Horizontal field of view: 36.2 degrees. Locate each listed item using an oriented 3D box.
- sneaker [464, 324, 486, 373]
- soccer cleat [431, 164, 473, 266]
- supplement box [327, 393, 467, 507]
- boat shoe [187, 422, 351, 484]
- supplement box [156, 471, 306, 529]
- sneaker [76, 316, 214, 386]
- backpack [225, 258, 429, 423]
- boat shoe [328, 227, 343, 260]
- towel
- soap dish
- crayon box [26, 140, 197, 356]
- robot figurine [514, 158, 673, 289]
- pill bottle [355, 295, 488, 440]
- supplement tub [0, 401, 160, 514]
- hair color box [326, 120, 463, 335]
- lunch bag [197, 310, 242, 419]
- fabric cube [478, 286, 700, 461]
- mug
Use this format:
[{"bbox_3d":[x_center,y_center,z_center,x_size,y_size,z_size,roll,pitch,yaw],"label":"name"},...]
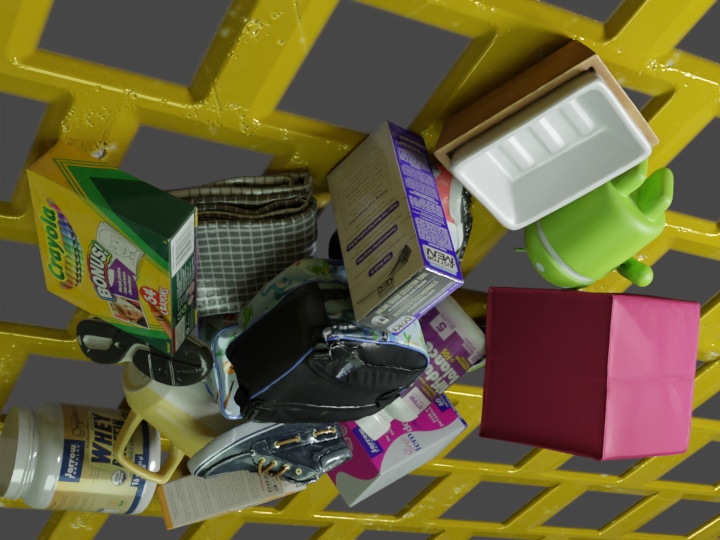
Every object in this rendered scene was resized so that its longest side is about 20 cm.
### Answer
[{"bbox_3d":[0.181,0.115,1.556,0.197,0.075,0.081,-13,148,5],"label":"sneaker"},{"bbox_3d":[0.093,-0.059,1.309,0.072,0.069,0.201,13,152,11],"label":"soccer cleat"},{"bbox_3d":[0.044,0.242,1.593,0.199,0.102,0.104,-21,158,-43],"label":"supplement box"},{"bbox_3d":[-0.110,0.233,1.376,0.198,0.092,0.071,-22,161,-18],"label":"boat shoe"},{"bbox_3d":[-0.198,0.336,1.712,0.198,0.074,0.126,-19,169,11],"label":"supplement box"},{"bbox_3d":[-0.234,0.072,1.324,0.198,0.115,0.077,10,117,31],"label":"sneaker"},{"bbox_3d":[-0.031,0.079,1.242,0.198,0.148,0.183,11,140,-39],"label":"backpack"},{"bbox_3d":[0.000,0.000,1.337,0.090,0.071,0.201,-6,145,-18],"label":"boat shoe"},{"bbox_3d":[-0.146,-0.025,1.256,0.197,0.086,0.166,-7,144,-6],"label":"towel"},{"bbox_3d":[0.197,-0.144,1.184,0.199,0.082,0.157,-29,136,24],"label":"soap dish"},{"bbox_3d":[-0.260,-0.019,1.176,0.171,0.058,0.201,25,141,12],"label":"crayon box"},{"bbox_3d":[0.277,-0.057,1.304,0.175,0.116,0.200,38,127,-14],"label":"robot figurine"},{"bbox_3d":[0.065,0.125,1.443,0.200,0.112,0.112,-43,140,1],"label":"pill bottle"},{"bbox_3d":[-0.390,0.259,1.526,0.198,0.146,0.145,10,140,-28],"label":"supplement tub"},{"bbox_3d":[0.033,-0.046,1.177,0.064,0.202,0.109,20,134,-36],"label":"hair color box"},{"bbox_3d":[-0.109,0.094,1.371,0.198,0.076,0.162,-18,126,-21],"label":"lunch bag"},{"bbox_3d":[0.290,0.127,1.400,0.198,0.203,0.195,4,180,-44],"label":"fabric cube"},{"bbox_3d":[-0.231,0.170,1.432,0.148,0.188,0.153,-14,141,38],"label":"mug"}]
